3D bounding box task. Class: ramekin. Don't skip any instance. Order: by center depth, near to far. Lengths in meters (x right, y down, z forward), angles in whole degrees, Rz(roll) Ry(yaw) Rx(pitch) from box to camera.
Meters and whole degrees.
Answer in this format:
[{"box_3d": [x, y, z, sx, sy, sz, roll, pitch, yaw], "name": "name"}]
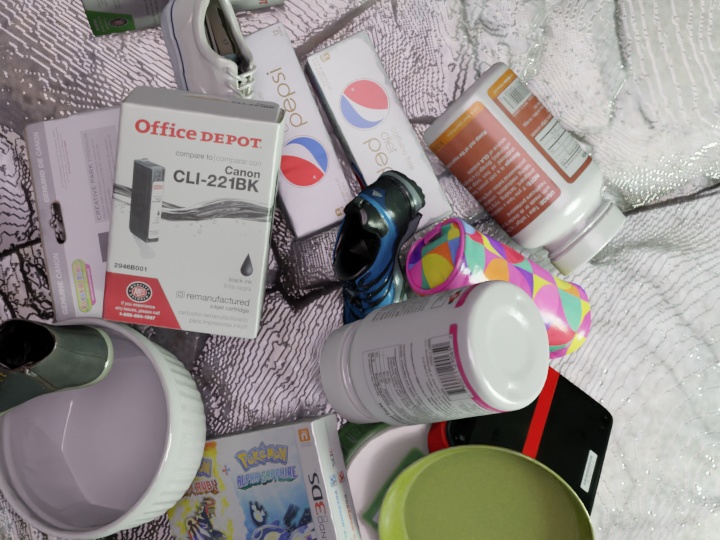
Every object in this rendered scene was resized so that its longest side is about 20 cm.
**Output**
[{"box_3d": [-0.239, 0.149, 1.403, 0.198, 0.105, 0.203, -4, 80, 21], "name": "ramekin"}, {"box_3d": [0.054, 0.228, 1.456, 0.197, 0.098, 0.203, 0, 88, -5], "name": "ramekin"}]

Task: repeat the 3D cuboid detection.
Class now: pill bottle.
[{"box_3d": [0.062, 0.080, 1.350, 0.113, 0.199, 0.115, 13, 72, -42], "name": "pill bottle"}, {"box_3d": [0.164, -0.096, 1.469, 0.112, 0.112, 0.200, -42, 92, -5], "name": "pill bottle"}]

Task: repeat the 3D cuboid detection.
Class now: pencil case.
[{"box_3d": [0.135, 0.019, 1.434, 0.199, 0.088, 0.089, 27, 85, -38], "name": "pencil case"}]

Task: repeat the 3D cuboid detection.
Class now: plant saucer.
[{"box_3d": [0.115, 0.236, 1.356, 0.197, 0.031, 0.202, 6, 118, 11], "name": "plant saucer"}]

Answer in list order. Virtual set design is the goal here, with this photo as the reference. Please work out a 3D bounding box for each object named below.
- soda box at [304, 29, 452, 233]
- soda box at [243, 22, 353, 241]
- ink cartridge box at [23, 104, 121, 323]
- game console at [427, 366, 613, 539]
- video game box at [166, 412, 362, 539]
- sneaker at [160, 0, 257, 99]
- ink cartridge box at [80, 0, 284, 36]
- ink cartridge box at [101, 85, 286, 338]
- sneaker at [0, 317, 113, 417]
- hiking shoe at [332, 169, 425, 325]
[{"box_3d": [0.016, -0.131, 1.483, 0.068, 0.064, 0.202, -26, 91, -5], "name": "soda box"}, {"box_3d": [-0.070, -0.134, 1.469, 0.067, 0.064, 0.202, -22, 89, -5], "name": "soda box"}, {"box_3d": [-0.221, -0.056, 1.451, 0.173, 0.084, 0.203, -9, 88, -4], "name": "ink cartridge box"}, {"box_3d": [0.157, 0.158, 1.436, 0.176, 0.201, 0.031, 37, 130, -8], "name": "game console"}, {"box_3d": [-0.093, 0.242, 1.419, 0.198, 0.047, 0.185, -14, 86, 32], "name": "video game box"}, {"box_3d": [-0.128, -0.168, 1.391, 0.073, 0.070, 0.202, -21, 90, -45], "name": "sneaker"}, {"box_3d": [-0.174, -0.301, 1.430, 0.197, 0.146, 0.085, -11, 79, -6], "name": "ink cartridge box"}, {"box_3d": [-0.149, -0.054, 1.346, 0.142, 0.084, 0.203, 7, 104, -2], "name": "ink cartridge box"}, {"box_3d": [-0.330, 0.083, 1.334, 0.198, 0.106, 0.076, -18, 73, 16], "name": "sneaker"}, {"box_3d": [0.000, 0.000, 1.432, 0.074, 0.086, 0.202, 30, 128, 31], "name": "hiking shoe"}]
